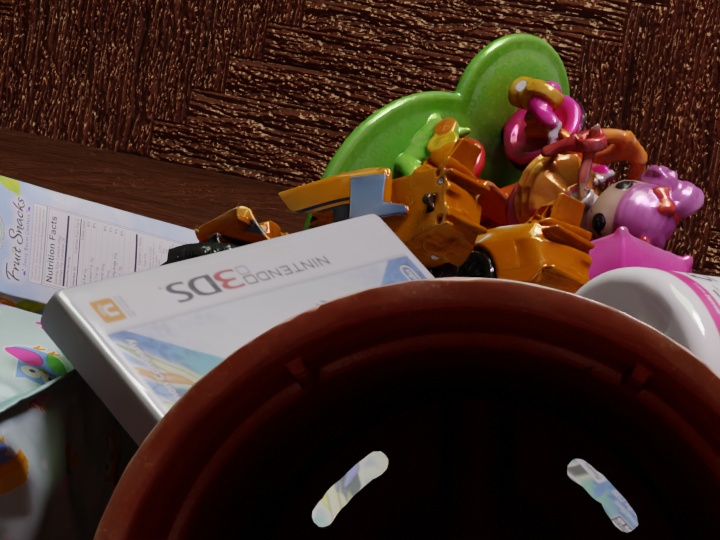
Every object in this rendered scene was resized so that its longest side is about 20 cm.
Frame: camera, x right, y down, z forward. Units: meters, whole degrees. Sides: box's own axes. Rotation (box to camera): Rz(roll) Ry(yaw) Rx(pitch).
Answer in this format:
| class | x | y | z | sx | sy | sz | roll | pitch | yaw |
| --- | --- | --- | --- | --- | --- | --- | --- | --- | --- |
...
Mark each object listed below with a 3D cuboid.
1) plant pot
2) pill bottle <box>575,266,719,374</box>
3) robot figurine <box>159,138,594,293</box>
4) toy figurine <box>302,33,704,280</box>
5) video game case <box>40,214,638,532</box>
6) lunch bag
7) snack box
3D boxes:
| class | x | y | z | sx | sy | sz | roll | pitch | yaw |
| --- | --- | --- | --- | --- | --- | --- | --- | --- | --- |
| plant pot | 0.031 | 0.108 | 0.818 | 0.200 | 0.202 | 0.195 | 10 | -3 | 4 |
| pill bottle | 0.183 | 0.063 | 1.255 | 0.199 | 0.114 | 0.113 | 7 | 5 | -37 |
| robot figurine | 0.000 | 0.000 | 1.293 | 0.199 | 0.058 | 0.145 | -14 | -30 | 42 |
| toy figurine | 0.099 | -0.014 | 1.404 | 0.184 | 0.200 | 0.150 | 21 | -24 | 46 |
| video game case | 0.002 | 0.064 | 1.097 | 0.182 | 0.022 | 0.200 | -15 | 54 | -45 |
| lunch bag | -0.200 | 0.071 | 1.088 | 0.170 | 0.123 | 0.200 | 15 | 16 | 25 |
| snack box | -0.160 | 0.020 | 1.496 | 0.199 | 0.068 | 0.168 | 15 | -23 | -36 |
